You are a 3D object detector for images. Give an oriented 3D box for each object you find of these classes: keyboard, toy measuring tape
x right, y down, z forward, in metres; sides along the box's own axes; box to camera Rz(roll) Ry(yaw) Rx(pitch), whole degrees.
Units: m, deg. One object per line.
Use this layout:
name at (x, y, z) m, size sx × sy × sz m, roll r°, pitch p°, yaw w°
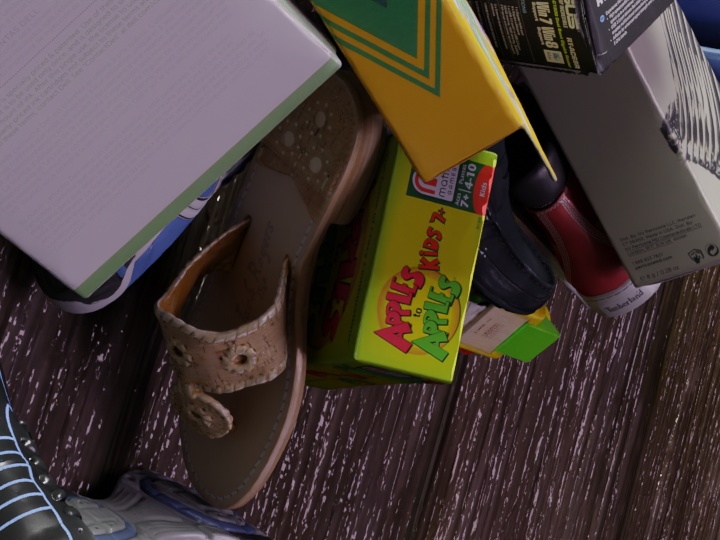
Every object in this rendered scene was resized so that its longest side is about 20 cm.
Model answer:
keyboard at (0.083, -0.043, 1.321) m, size 0.200 × 0.011 × 0.056 m, roll 43°, pitch 21°, yaw -45°
toy measuring tape at (0.053, 0.006, 1.290) m, size 0.200 × 0.073 × 0.074 m, roll 21°, pitch 79°, yaw -58°

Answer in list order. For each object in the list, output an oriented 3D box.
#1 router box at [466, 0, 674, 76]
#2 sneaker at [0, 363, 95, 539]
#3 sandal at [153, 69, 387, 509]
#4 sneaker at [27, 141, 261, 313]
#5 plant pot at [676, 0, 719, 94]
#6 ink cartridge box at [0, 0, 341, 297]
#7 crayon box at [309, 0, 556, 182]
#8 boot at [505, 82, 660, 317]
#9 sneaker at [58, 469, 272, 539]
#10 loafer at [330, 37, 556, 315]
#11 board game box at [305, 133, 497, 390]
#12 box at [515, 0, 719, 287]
router box at (0.098, -0.177, 1.119) m, size 0.200 × 0.149 × 0.062 m, roll -45°, pitch 132°, yaw -36°
sneaker at (-0.133, 0.102, 0.870) m, size 0.070 × 0.077 × 0.201 m, roll 81°, pitch 2°, yaw -49°
sandal at (-0.059, 0.008, 1.010) m, size 0.069 × 0.078 × 0.213 m, roll 0°, pitch 118°, yaw -47°
sneaker at (-0.076, -0.057, 1.014) m, size 0.201 × 0.075 × 0.077 m, roll -60°, pitch 147°, yaw -28°
plant pot at (0.186, -0.198, 1.358) m, size 0.200 × 0.199 × 0.181 m, roll -11°, pitch 113°, yaw -62°
ink cartridge box at (-0.121, -0.094, 0.866) m, size 0.145 × 0.048 × 0.200 m, roll -41°, pitch 130°, yaw 10°
crayon box at (0.004, -0.127, 0.951) m, size 0.200 × 0.051 × 0.126 m, roll 55°, pitch 9°, yaw -36°
boot at (0.110, -0.085, 1.339) m, size 0.144 × 0.072 × 0.201 m, roll 47°, pitch 22°, yaw -32°
sneaker at (-0.106, 0.142, 1.038) m, size 0.200 × 0.074 × 0.088 m, roll 5°, pitch 110°, yaw -60°
loafer at (0.049, -0.053, 1.190) m, size 0.201 × 0.070 × 0.068 m, roll 47°, pitch 13°, yaw -33°
board game box at (0.000, 0.000, 1.074) m, size 0.200 × 0.047 × 0.102 m, roll 167°, pitch -64°, yaw -73°
box at (0.145, -0.099, 1.252) m, size 0.201 × 0.068 × 0.082 m, roll 60°, pitch 37°, yaw -16°
